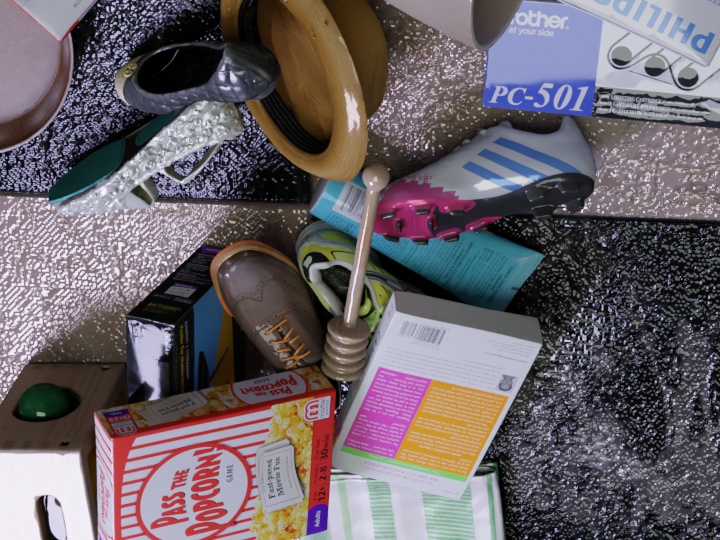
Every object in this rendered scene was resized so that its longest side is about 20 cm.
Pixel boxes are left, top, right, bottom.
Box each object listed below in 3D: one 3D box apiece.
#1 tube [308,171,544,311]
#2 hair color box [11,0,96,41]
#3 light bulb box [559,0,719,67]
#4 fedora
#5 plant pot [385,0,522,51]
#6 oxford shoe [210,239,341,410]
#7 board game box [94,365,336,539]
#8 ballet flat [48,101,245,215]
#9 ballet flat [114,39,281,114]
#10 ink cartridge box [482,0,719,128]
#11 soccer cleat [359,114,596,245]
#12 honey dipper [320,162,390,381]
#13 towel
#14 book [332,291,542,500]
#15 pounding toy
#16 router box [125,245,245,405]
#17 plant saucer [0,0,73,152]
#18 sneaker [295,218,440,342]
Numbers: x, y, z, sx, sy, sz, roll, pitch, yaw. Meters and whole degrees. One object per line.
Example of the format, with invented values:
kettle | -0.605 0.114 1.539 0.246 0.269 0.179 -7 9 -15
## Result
tube | 0.053 -0.028 1.483 0.200 0.050 0.077 28 122 -10
hair color box | -0.281 -0.290 1.370 0.200 0.064 0.111 41 90 -11
light bulb box | 0.228 -0.269 1.228 0.125 0.198 0.200 25 104 -3
fedora | -0.033 -0.173 1.381 0.201 0.082 0.201 40 146 35
plant pot | 0.030 -0.285 1.297 0.200 0.187 0.188 21 119 16
oxford shoe | -0.063 0.049 1.482 0.071 0.073 0.200 -34 135 2
board game box | -0.123 0.172 1.452 0.200 0.046 0.152 -11 123 -23
ballet flat | -0.181 -0.090 1.472 0.200 0.072 0.072 -32 108 23
ballet flat | -0.140 -0.166 1.391 0.057 0.067 0.200 33 160 -37
ink cartridge box | 0.203 -0.173 1.387 0.200 0.044 0.094 7 115 6
soccer cleat | 0.096 -0.078 1.433 0.200 0.086 0.070 -9 152 6
honey dipper | 0.000 0.000 1.420 0.038 0.038 0.200 12 119 2
towel | 0.039 0.251 1.636 0.200 0.023 0.153 -4 116 10
book | 0.059 0.110 1.501 0.133 0.048 0.200 12 131 -15
pounding toy | -0.256 0.177 1.552 0.142 0.184 0.200 0 116 8
router box | -0.151 0.098 1.514 0.051 0.149 0.200 12 119 17
plant saucer | -0.338 -0.197 1.462 0.200 0.035 0.201 3 118 7
sneaker | 0.019 0.041 1.503 0.200 0.076 0.075 37 114 -12
